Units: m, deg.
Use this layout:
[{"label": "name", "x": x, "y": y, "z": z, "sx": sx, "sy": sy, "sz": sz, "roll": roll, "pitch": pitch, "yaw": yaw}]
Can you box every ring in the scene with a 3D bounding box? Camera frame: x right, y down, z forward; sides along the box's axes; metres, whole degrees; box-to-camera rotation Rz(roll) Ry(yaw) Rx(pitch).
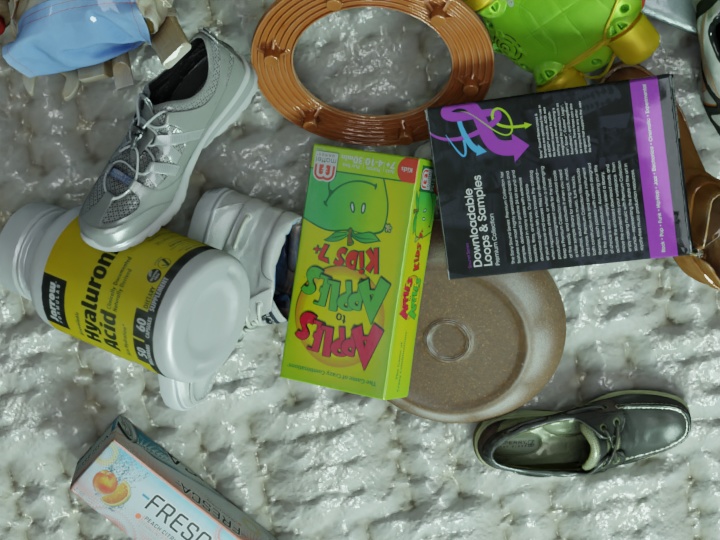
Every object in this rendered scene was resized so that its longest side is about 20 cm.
[{"label": "ring", "x": 0.009, "y": -0.164, "z": 1.265, "sx": 0.200, "sy": 0.019, "sz": 0.201, "roll": 2, "pitch": 144, "yaw": 1}]

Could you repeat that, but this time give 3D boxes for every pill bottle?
[{"label": "pill bottle", "x": -0.200, "y": 0.010, "z": 1.277, "sx": 0.200, "sy": 0.111, "sz": 0.112, "roll": 20, "pitch": 105, "yaw": 28}]

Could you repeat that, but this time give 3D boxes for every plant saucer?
[{"label": "plant saucer", "x": 0.078, "y": 0.054, "z": 1.351, "sx": 0.200, "sy": 0.037, "sz": 0.201, "roll": 4, "pitch": 115, "yaw": 9}]

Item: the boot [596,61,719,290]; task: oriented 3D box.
[{"label": "boot", "x": 0.268, "y": -0.078, "z": 1.295, "sx": 0.074, "sy": 0.155, "sz": 0.200, "roll": -29, "pitch": 105, "yaw": 3}]

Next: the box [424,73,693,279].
[{"label": "box", "x": 0.159, "y": -0.074, "z": 1.252, "sx": 0.200, "sy": 0.036, "sz": 0.143, "roll": -6, "pitch": 97, "yaw": 15}]

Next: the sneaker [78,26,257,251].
[{"label": "sneaker", "x": -0.166, "y": -0.108, "z": 1.231, "sx": 0.075, "sy": 0.082, "sz": 0.200, "roll": 24, "pitch": 74, "yaw": 30}]

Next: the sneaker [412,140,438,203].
[{"label": "sneaker", "x": 0.140, "y": -0.063, "z": 1.320, "sx": 0.200, "sy": 0.099, "sz": 0.078, "roll": 17, "pitch": 103, "yaw": -8}]

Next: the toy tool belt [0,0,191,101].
[{"label": "toy tool belt", "x": -0.229, "y": -0.193, "z": 1.222, "sx": 0.200, "sy": 0.125, "sz": 0.123, "roll": -16, "pitch": 74, "yaw": 18}]

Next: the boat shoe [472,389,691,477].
[{"label": "boat shoe", "x": 0.203, "y": 0.154, "z": 1.397, "sx": 0.200, "sy": 0.066, "sz": 0.072, "roll": -6, "pitch": 104, "yaw": -2}]

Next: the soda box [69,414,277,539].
[{"label": "soda box", "x": -0.161, "y": 0.221, "z": 1.390, "sx": 0.200, "sy": 0.068, "sz": 0.064, "roll": 41, "pitch": 98, "yaw": -13}]

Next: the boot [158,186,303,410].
[{"label": "boot", "x": -0.107, "y": 0.035, "z": 1.329, "sx": 0.095, "sy": 0.074, "sz": 0.200, "roll": 17, "pitch": 103, "yaw": 22}]

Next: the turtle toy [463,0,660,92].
[{"label": "turtle toy", "x": 0.184, "y": -0.234, "z": 1.266, "sx": 0.200, "sy": 0.101, "sz": 0.146, "roll": -31, "pitch": 108, "yaw": 33}]

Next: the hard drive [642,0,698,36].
[{"label": "hard drive", "x": 0.341, "y": -0.253, "z": 1.318, "sx": 0.200, "sy": 0.033, "sz": 0.140, "roll": 20, "pitch": 102, "yaw": -9}]

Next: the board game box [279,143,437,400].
[{"label": "board game box", "x": 0.000, "y": 0.000, "z": 1.307, "sx": 0.101, "sy": 0.048, "sz": 0.201, "roll": 10, "pitch": 93, "yaw": 26}]

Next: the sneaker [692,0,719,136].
[{"label": "sneaker", "x": 0.312, "y": -0.163, "z": 1.290, "sx": 0.074, "sy": 0.080, "sz": 0.200, "roll": -13, "pitch": 128, "yaw": 17}]
